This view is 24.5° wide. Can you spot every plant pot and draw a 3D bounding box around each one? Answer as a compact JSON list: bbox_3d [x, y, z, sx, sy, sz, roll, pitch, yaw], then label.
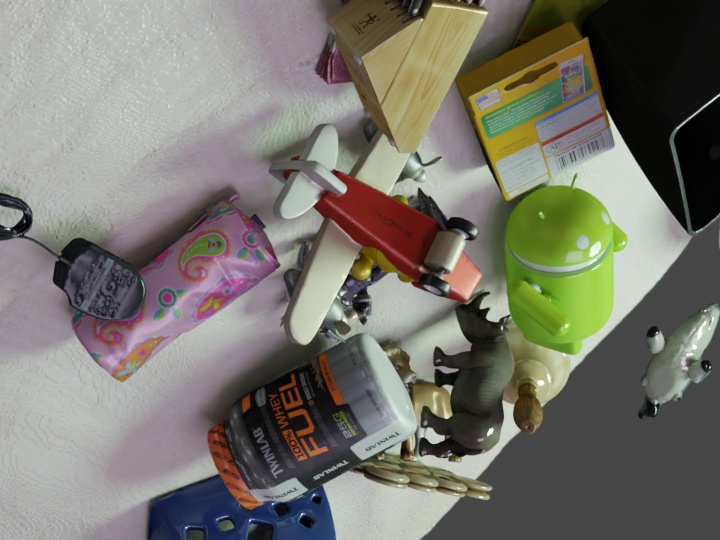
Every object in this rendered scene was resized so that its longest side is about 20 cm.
[{"bbox_3d":[-0.115,0.351,1.860,0.199,0.180,0.201,-17,141,-24],"label":"plant pot"},{"bbox_3d":[0.326,-0.191,1.601,0.200,0.177,0.200,-40,148,-5],"label":"plant pot"}]

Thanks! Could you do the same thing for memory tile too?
[{"bbox_3d":[0.043,0.226,1.886,0.200,0.153,0.017,16,90,-47],"label":"memory tile"}]

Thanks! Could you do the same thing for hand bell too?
[{"bbox_3d":[0.185,0.135,1.831,0.103,0.200,0.105,1,106,4],"label":"hand bell"}]

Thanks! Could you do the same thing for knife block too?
[{"bbox_3d":[0.067,-0.218,1.440,0.175,0.064,0.200,-33,143,-6],"label":"knife block"}]

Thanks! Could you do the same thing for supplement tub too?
[{"bbox_3d":[-0.052,0.162,1.735,0.199,0.123,0.123,-30,144,8],"label":"supplement tub"}]

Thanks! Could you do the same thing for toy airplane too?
[{"bbox_3d":[-0.002,-0.045,1.542,0.199,0.200,0.141,-16,177,-19],"label":"toy airplane"}]

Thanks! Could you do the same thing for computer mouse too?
[{"bbox_3d":[-0.268,-0.015,1.436,0.200,0.034,0.059,35,86,-34],"label":"computer mouse"}]

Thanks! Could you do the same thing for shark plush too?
[{"bbox_3d":[0.411,0.132,2.137,0.083,0.091,0.201,-45,151,-43],"label":"shark plush"}]

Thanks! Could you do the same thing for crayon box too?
[{"bbox_3d":[0.169,-0.160,1.602,0.125,0.052,0.200,-26,150,2],"label":"crayon box"}]

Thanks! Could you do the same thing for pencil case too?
[{"bbox_3d":[-0.170,0.017,1.533,0.200,0.088,0.087,-37,144,0],"label":"pencil case"}]

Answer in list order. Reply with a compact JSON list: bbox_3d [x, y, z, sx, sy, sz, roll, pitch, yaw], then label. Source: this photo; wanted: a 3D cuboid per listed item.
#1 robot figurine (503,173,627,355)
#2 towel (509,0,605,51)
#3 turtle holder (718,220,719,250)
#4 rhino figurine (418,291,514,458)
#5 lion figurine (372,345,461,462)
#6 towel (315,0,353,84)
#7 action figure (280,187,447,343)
[{"bbox_3d":[0.212,-0.005,1.772,0.176,0.115,0.201,-47,144,-38],"label":"robot figurine"},{"bbox_3d":[0.199,-0.251,1.583,0.086,0.018,0.201,-4,133,-37],"label":"towel"},{"bbox_3d":[0.484,-0.061,1.940,0.140,0.186,0.132,10,131,-4],"label":"turtle holder"},{"bbox_3d":[0.122,0.113,1.808,0.087,0.201,0.060,8,153,12],"label":"rhino figurine"},{"bbox_3d":[0.060,0.153,1.873,0.072,0.123,0.200,-2,171,23],"label":"lion figurine"},{"bbox_3d":[0.051,-0.250,1.464,0.143,0.023,0.201,-7,135,-34],"label":"towel"},{"bbox_3d":[0.000,0.000,1.664,0.200,0.070,0.130,-36,151,7],"label":"action figure"}]
